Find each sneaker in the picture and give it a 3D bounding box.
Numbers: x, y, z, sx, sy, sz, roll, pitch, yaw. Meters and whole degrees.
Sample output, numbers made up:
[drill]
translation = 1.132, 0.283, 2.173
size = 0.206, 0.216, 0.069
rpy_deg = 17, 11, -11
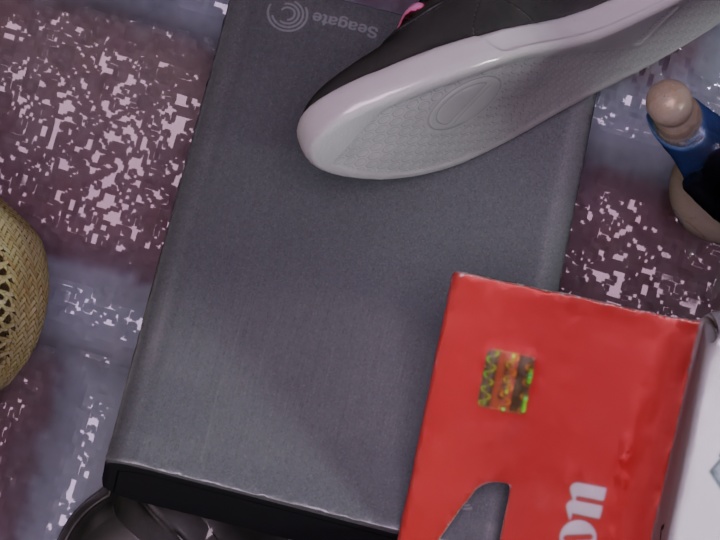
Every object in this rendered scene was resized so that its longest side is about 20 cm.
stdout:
[sneaker]
translation = 0.043, -0.105, 1.042
size = 0.200, 0.071, 0.099
rpy_deg = -26, 71, -27

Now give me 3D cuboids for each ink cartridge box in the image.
[ink cartridge box]
translation = 0.097, 0.112, 0.964
size = 0.173, 0.044, 0.200
rpy_deg = 11, 102, -3

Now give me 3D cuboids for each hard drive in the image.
[hard drive]
translation = 0.000, 0.000, 1.039
size = 0.139, 0.033, 0.200
rpy_deg = 14, 62, -2

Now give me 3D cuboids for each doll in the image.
[doll]
translation = 0.151, -0.022, 1.001
size = 0.136, 0.200, 0.049
rpy_deg = 31, 91, -15

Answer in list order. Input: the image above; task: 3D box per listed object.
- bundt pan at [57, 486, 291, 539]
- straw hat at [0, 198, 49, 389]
[bundt pan]
translation = -0.020, 0.136, 1.057
size = 0.201, 0.076, 0.202
rpy_deg = 0, 89, 0
[straw hat]
translation = -0.160, 0.004, 1.048
size = 0.085, 0.201, 0.202
rpy_deg = -4, 89, -42
